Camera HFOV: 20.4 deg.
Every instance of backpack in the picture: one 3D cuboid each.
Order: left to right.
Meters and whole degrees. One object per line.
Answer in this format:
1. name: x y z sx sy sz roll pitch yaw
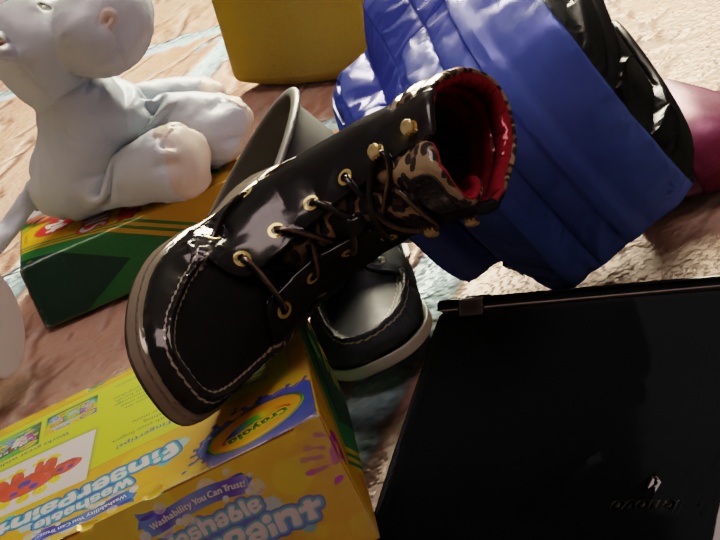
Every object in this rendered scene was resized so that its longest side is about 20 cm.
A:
1. backpack: 0.083 -0.077 1.082 0.168 0.162 0.200 -45 28 9

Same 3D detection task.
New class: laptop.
1. laptop: 0.129 0.063 0.937 0.186 0.117 0.199 -5 -2 39

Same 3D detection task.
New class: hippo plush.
1. hippo plush: -0.186 -0.130 1.384 0.198 0.162 0.160 -15 22 20

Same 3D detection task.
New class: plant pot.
1. plant pot: -0.004 -0.271 1.677 0.199 0.201 0.176 -34 34 -27

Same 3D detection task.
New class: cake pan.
1. cake pan: -0.066 -0.005 1.126 0.201 0.037 0.201 -60 12 21

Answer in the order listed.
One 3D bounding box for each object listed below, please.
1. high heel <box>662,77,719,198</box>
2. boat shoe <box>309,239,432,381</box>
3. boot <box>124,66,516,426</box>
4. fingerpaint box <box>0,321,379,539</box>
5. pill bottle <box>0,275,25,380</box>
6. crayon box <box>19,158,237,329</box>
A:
1. high heel: 0.184 -0.101 1.204 0.096 0.068 0.201 -29 34 11
2. boat shoe: 0.000 0.000 1.155 0.074 0.062 0.200 -17 21 9
3. boot: -0.015 -0.017 0.925 0.150 0.073 0.200 -27 13 32
4. fingerpaint box: -0.100 0.108 0.968 0.199 0.074 0.167 -26 20 2
5. pill bottle: -0.319 0.056 1.294 0.198 0.105 0.104 -14 22 21
6. crayon box: -0.142 -0.038 1.419 0.199 0.051 0.127 -23 20 -2
